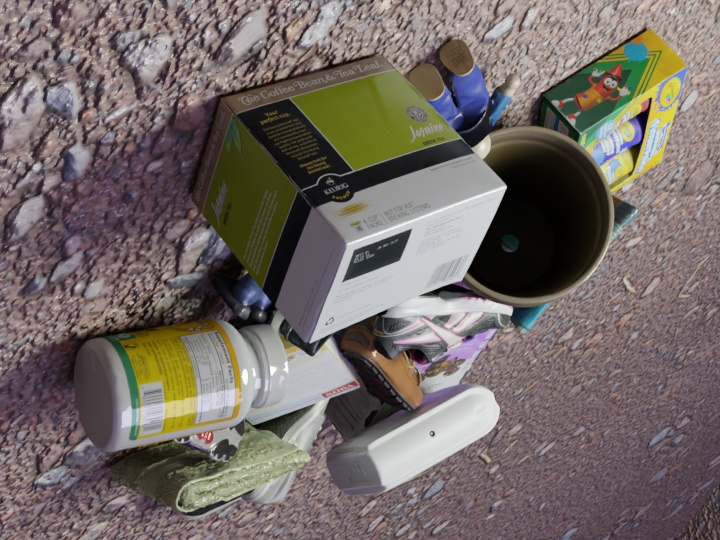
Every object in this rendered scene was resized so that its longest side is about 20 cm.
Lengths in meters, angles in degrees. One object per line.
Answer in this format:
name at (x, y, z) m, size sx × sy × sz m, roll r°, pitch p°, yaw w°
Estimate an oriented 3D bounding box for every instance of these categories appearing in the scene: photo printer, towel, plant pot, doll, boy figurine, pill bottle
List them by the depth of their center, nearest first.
pill bottle at (-0.176, 0.109, 1.568) m, size 0.198 × 0.113 × 0.113 m, roll -9°, pitch 143°, yaw -31°
boy figurine at (-0.063, -0.035, 1.588) m, size 0.200 × 0.065 × 0.124 m, roll -48°, pitch 156°, yaw 14°
doll at (0.109, -0.165, 1.638) m, size 0.136 × 0.049 × 0.200 m, roll -38°, pitch 155°, yaw -3°
towel at (-0.171, 0.219, 1.786) m, size 0.199 × 0.147 × 0.037 m, roll -16°, pitch 110°, yaw -42°
plant pot at (0.180, -0.046, 1.803) m, size 0.199 × 0.201 × 0.174 m, roll -36°, pitch 171°, yaw -8°
towel at (0.252, -0.010, 1.900) m, size 0.200 × 0.022 × 0.147 m, roll -45°, pitch -171°, yaw 5°
photo printer at (0.070, 0.206, 1.943) m, size 0.198 × 0.070 × 0.166 m, roll -27°, pitch 180°, yaw -24°

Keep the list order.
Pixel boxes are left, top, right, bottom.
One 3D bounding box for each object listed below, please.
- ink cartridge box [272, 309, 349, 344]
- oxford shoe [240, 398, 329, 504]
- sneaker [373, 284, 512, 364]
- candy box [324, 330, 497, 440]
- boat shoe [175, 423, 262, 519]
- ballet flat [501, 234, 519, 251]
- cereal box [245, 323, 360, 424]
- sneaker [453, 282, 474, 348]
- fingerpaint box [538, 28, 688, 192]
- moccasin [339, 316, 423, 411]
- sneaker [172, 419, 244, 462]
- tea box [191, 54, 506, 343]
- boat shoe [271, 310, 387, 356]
ink cartridge box at (0.000, 0.000, 1.765) m, size 0.199 × 0.041 × 0.200 m, roll -40°, pitch 156°, yaw 1°
oxford shoe at (-0.081, 0.195, 1.887) m, size 0.058 × 0.075 × 0.201 m, roll 41°, pitch 72°, yaw -38°
sneaker at (0.084, 0.063, 1.781) m, size 0.198 × 0.080 × 0.088 m, roll 3°, pitch 102°, yaw -37°
candy box at (0.066, 0.126, 2.035) m, size 0.167 × 0.072 × 0.201 m, roll -11°, pitch 143°, yaw -47°
boat shoe at (-0.141, 0.235, 1.917) m, size 0.199 × 0.072 × 0.068 m, roll -29°, pitch 158°, yaw -19°
ballet flat at (0.236, -0.046, 1.988) m, size 0.070 × 0.068 × 0.199 m, roll -27°, pitch 160°, yaw 23°
cereal box at (-0.091, 0.113, 1.774) m, size 0.142 × 0.040 × 0.200 m, roll -19°, pitch 157°, yaw 6°
sneaker at (0.120, 0.032, 1.905) m, size 0.199 × 0.114 × 0.073 m, roll -32°, pitch 154°, yaw -28°
fingerpaint box at (0.293, -0.167, 1.871) m, size 0.166 × 0.074 × 0.201 m, roll -32°, pitch 155°, yaw -18°
moccasin at (0.033, 0.105, 1.843) m, size 0.078 × 0.073 × 0.202 m, roll -61°, pitch 145°, yaw -18°
sneaker at (-0.204, 0.154, 1.689) m, size 0.200 × 0.082 × 0.081 m, roll 51°, pitch 52°, yaw -52°
tea box at (-0.014, -0.071, 1.436) m, size 0.198 × 0.197 × 0.134 m, roll -19°, pitch 148°, yaw -36°
boat shoe at (0.000, 0.025, 1.663) m, size 0.198 × 0.066 × 0.075 m, roll -31°, pitch 157°, yaw -32°
